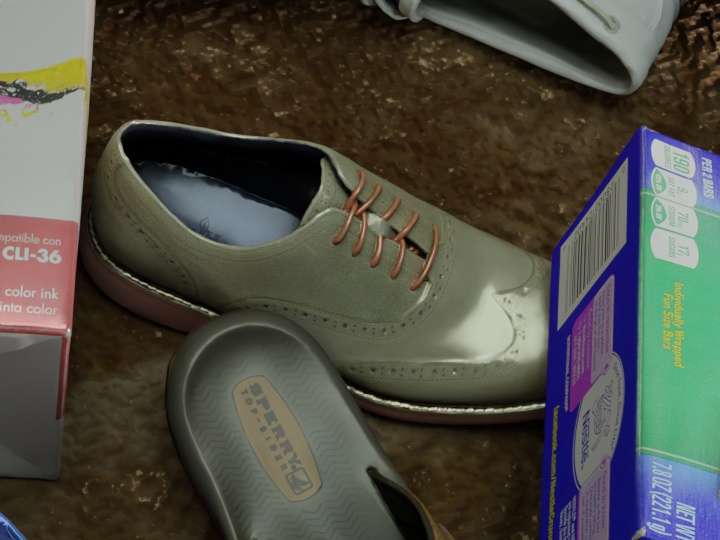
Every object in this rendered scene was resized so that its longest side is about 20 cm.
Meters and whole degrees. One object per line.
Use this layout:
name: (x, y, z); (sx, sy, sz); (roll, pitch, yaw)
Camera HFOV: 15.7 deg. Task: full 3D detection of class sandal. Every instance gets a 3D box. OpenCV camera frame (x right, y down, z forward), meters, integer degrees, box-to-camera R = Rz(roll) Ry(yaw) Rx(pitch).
sandal: (0.005, 0.097, 0.849); (0.081, 0.055, 0.201); (-26, 81, -19)

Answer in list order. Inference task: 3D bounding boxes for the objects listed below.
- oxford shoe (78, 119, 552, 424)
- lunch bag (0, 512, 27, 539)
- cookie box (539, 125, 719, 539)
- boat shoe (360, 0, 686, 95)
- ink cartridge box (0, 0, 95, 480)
oxford shoe: (0.000, 0.000, 0.899); (0.199, 0.074, 0.071); (13, 60, -1)
lunch bag: (-0.121, 0.172, 0.737); (0.136, 0.132, 0.200); (-27, 68, -40)
cookie box: (0.163, 0.065, 0.848); (0.199, 0.075, 0.172); (19, 47, -14)
boat shoe: (0.025, -0.126, 0.971); (0.199, 0.074, 0.067); (19, 62, 3)
ink cartridge box: (-0.125, -0.045, 0.880); (0.067, 0.117, 0.201); (3, 62, -7)
